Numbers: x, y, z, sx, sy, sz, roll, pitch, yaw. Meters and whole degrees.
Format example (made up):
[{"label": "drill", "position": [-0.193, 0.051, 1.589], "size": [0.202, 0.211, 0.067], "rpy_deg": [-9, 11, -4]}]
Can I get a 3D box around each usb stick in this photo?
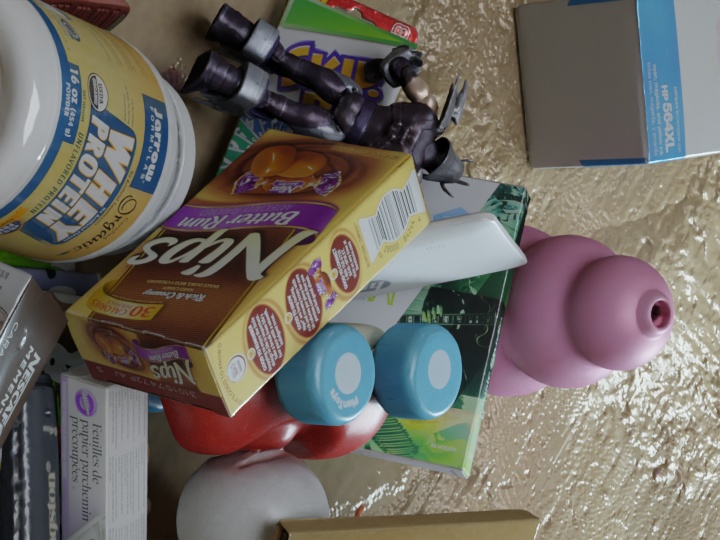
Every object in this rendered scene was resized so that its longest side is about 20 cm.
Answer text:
[{"label": "usb stick", "position": [-0.199, 0.160, 1.333], "size": [0.055, 0.033, 0.200], "rpy_deg": [16, 70, -66]}]

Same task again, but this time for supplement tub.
[{"label": "supplement tub", "position": [-0.195, -0.082, 1.289], "size": [0.200, 0.145, 0.145], "rpy_deg": [18, 78, -65]}]

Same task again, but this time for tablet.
[{"label": "tablet", "position": [0.000, 0.000, 1.433], "size": [0.130, 0.200, 0.014], "rpy_deg": [42, 39, -71]}]

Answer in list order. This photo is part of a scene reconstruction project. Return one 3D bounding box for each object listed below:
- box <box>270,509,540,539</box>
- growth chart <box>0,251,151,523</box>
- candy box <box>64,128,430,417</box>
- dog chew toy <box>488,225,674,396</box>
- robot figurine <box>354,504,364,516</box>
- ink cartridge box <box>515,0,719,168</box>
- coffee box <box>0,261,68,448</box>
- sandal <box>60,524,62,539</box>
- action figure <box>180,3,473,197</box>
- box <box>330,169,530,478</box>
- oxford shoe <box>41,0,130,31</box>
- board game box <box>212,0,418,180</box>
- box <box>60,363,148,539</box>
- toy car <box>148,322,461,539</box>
[{"label": "box", "position": [0.013, 0.226, 1.395], "size": [0.200, 0.021, 0.164], "rpy_deg": [2, 112, -37]}, {"label": "growth chart", "position": [-0.194, 0.065, 1.394], "size": [0.145, 0.018, 0.200], "rpy_deg": [-10, 90, -44]}, {"label": "candy box", "position": [-0.064, -0.003, 1.324], "size": [0.200, 0.117, 0.056], "rpy_deg": [-46, 132, -34]}, {"label": "dog chew toy", "position": [0.136, 0.028, 1.556], "size": [0.125, 0.200, 0.125], "rpy_deg": [0, 90, -39]}, {"label": "robot figurine", "position": [-0.052, 0.237, 1.459], "size": [0.200, 0.144, 0.117], "rpy_deg": [-34, 153, -34]}, {"label": "ink cartridge box", "position": [0.236, -0.149, 1.684], "size": [0.200, 0.129, 0.125], "rpy_deg": [-9, 96, -38]}, {"label": "coffee box", "position": [-0.279, 0.028, 1.217], "size": [0.114, 0.200, 0.080], "rpy_deg": [-64, 165, -15]}, {"label": "sandal", "position": [-0.224, 0.228, 1.359], "size": [0.075, 0.045, 0.200], "rpy_deg": [42, 60, -30]}, {"label": "action figure", "position": [-0.014, -0.104, 1.466], "size": [0.200, 0.069, 0.130], "rpy_deg": [27, 66, -9]}, {"label": "box", "position": [0.024, 0.029, 1.511], "size": [0.036, 0.144, 0.200], "rpy_deg": [47, 54, -74]}, {"label": "oxford shoe", "position": [-0.222, -0.175, 1.351], "size": [0.200, 0.070, 0.075], "rpy_deg": [-1, 60, -52]}, {"label": "board game box", "position": [-0.033, -0.097, 1.506], "size": [0.096, 0.030, 0.200], "rpy_deg": [23, 71, -6]}, {"label": "box", "position": [-0.158, 0.154, 1.373], "size": [0.041, 0.039, 0.200], "rpy_deg": [-24, 122, -51]}, {"label": "toy car", "position": [-0.054, 0.130, 1.397], "size": [0.177, 0.184, 0.200], "rpy_deg": [2, 90, -53]}]
